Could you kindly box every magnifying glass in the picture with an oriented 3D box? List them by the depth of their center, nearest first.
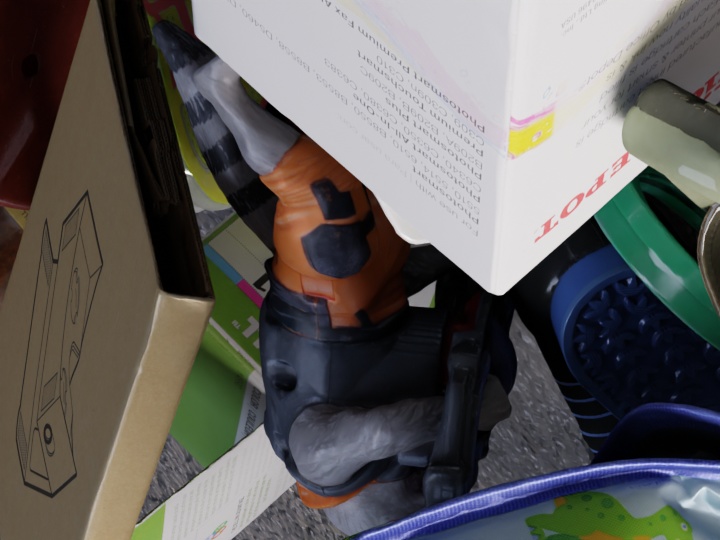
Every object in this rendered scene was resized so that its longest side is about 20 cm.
[{"bbox_3d":[0.146,0.033,0.743,0.200,0.022,0.080,41,-157,-3],"label":"magnifying glass"}]

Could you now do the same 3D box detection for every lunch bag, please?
[{"bbox_3d":[0.085,0.117,0.728,0.170,0.200,0.127,101,155,-72],"label":"lunch bag"}]

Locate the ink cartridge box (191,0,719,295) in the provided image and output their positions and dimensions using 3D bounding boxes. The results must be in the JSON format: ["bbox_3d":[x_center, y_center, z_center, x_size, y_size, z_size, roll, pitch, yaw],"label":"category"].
[{"bbox_3d":[0.037,-0.103,0.623,0.125,0.129,0.200,42,157,21],"label":"ink cartridge box"}]

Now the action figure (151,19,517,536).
[{"bbox_3d":[0.000,0.000,0.822,0.200,0.105,0.194,-58,-39,-72],"label":"action figure"}]

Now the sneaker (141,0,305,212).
[{"bbox_3d":[-0.050,-0.109,0.890,0.090,0.078,0.200,5,131,26],"label":"sneaker"}]

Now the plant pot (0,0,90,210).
[{"bbox_3d":[-0.178,-0.113,0.978,0.195,0.201,0.201,17,142,43],"label":"plant pot"}]

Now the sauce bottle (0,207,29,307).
[{"bbox_3d":[-0.147,-0.016,1.043,0.066,0.200,0.066,42,156,23],"label":"sauce bottle"}]

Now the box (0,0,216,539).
[{"bbox_3d":[-0.098,0.027,0.860,0.164,0.021,0.200,-107,31,-45],"label":"box"}]

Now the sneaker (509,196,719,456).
[{"bbox_3d":[0.103,0.036,0.830,0.200,0.070,0.078,61,-176,-45],"label":"sneaker"}]

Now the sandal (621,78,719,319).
[{"bbox_3d":[0.124,0.008,0.663,0.080,0.057,0.201,25,177,44],"label":"sandal"}]

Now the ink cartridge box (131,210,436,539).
[{"bbox_3d":[-0.062,0.055,0.990,0.076,0.200,0.148,45,158,12],"label":"ink cartridge box"}]
